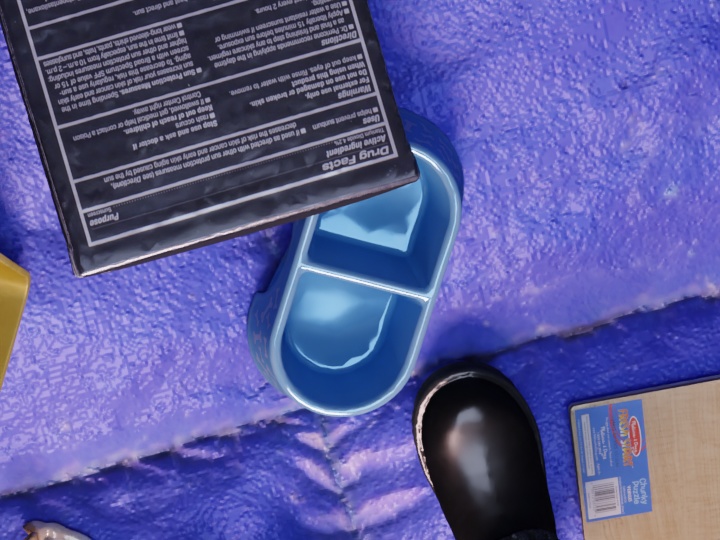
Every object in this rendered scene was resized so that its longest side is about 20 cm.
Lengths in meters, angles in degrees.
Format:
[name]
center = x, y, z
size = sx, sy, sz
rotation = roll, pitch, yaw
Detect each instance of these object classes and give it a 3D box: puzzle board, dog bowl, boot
[puzzle board]
center = 0.221, 0.166, 1.428
size = 0.151, 0.017, 0.200
rotation = -10, 108, -4
[dog bowl]
center = 0.000, 0.000, 1.325
size = 0.111, 0.050, 0.200
rotation = 14, 105, -13
[boot]
center = 0.099, 0.172, 1.336
size = 0.079, 0.158, 0.211
rotation = -20, 109, -2

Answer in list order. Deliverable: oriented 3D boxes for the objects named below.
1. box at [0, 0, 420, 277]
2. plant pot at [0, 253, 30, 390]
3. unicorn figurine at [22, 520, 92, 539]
[box]
center = -0.091, -0.116, 1.214
size = 0.200, 0.123, 0.199
rotation = -16, 90, -3
[plant pot]
center = -0.314, 0.063, 1.208
size = 0.176, 0.200, 0.200
rotation = 14, 83, 4
[unicorn figurine]
center = -0.173, 0.226, 1.351
size = 0.137, 0.074, 0.200
rotation = 42, 94, -13
